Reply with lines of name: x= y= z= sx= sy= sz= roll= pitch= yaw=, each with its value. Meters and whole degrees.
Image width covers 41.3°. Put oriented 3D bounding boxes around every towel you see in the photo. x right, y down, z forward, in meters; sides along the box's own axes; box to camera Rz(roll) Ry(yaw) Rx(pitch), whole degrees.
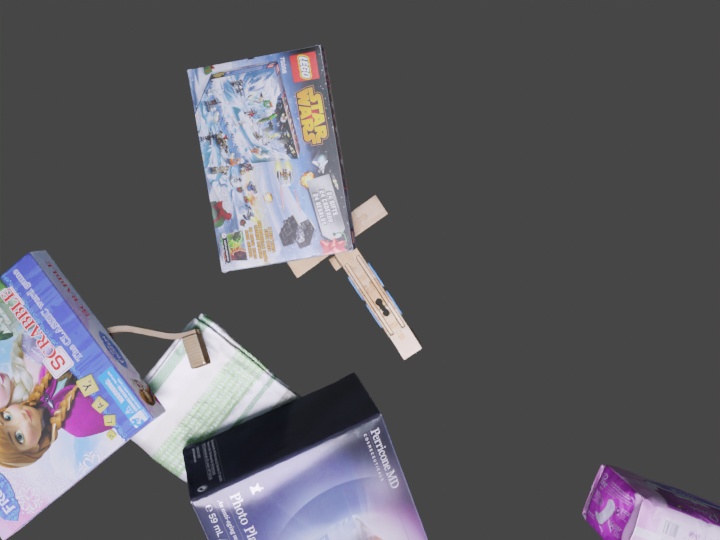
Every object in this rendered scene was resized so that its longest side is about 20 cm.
towel: x=-0.139 y=0.160 z=0.999 sx=0.200 sy=0.031 sz=0.150 roll=41 pitch=93 yaw=-12

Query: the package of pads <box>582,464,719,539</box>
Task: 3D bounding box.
package of pads: x=0.352 y=0.285 z=1.027 sx=0.198 sy=0.121 sz=0.077 roll=21 pitch=94 yaw=-10

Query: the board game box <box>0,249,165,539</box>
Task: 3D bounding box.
board game box: x=-0.327 y=0.120 z=0.928 sx=0.199 sy=0.041 sz=0.201 roll=-39 pitch=89 yaw=7

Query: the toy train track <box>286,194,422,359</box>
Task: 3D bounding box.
toy train track: x=0.000 y=0.000 z=0.984 sx=0.114 sy=0.033 sz=0.201 roll=-33 pitch=91 yaw=7

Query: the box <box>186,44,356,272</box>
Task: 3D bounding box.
box: x=-0.086 y=-0.109 z=0.944 sx=0.135 sy=0.040 sz=0.203 roll=-8 pitch=94 yaw=6

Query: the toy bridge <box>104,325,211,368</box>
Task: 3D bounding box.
toy bridge: x=-0.252 y=0.094 z=0.956 sx=0.198 sy=0.027 sz=0.068 roll=-19 pitch=85 yaw=6

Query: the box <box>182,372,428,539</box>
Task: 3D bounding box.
box: x=-0.048 y=0.243 z=0.951 sx=0.196 sy=0.123 sz=0.202 roll=-24 pitch=109 yaw=-8
